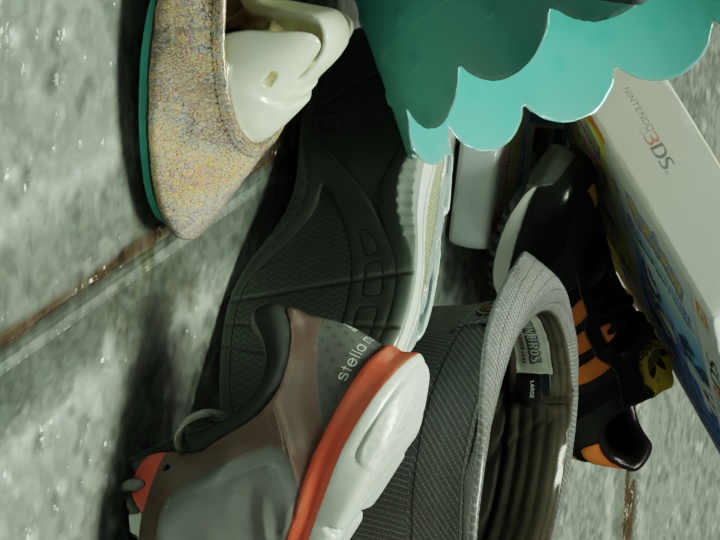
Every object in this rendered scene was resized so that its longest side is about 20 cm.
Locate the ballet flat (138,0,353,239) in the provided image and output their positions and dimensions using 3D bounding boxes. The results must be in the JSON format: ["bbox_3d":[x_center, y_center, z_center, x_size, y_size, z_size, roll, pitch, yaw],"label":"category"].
[{"bbox_3d":[-0.036,-0.104,0.858,0.068,0.067,0.200,-32,127,-63],"label":"ballet flat"}]

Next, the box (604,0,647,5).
[{"bbox_3d":[0.005,-0.199,0.748,0.117,0.196,0.200,55,47,-60],"label":"box"}]

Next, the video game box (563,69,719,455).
[{"bbox_3d":[0.155,-0.007,1.209,0.182,0.047,0.200,71,-5,-52],"label":"video game box"}]

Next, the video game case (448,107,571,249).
[{"bbox_3d":[0.093,-0.113,1.259,0.182,0.024,0.200,-5,103,-68],"label":"video game case"}]

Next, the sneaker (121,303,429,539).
[{"bbox_3d":[-0.053,0.101,0.901,0.200,0.082,0.077,-60,171,4],"label":"sneaker"}]

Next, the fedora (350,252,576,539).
[{"bbox_3d":[0.027,0.080,1.038,0.200,0.090,0.177,-59,152,-56],"label":"fedora"}]

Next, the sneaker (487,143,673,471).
[{"bbox_3d":[0.115,0.021,1.227,0.070,0.090,0.200,-53,156,-36],"label":"sneaker"}]

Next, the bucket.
[{"bbox_3d":[0.079,-0.139,0.919,0.135,0.207,0.207,66,20,7],"label":"bucket"}]

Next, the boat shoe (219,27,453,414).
[{"bbox_3d":[-0.001,-0.001,0.984,0.065,0.074,0.202,60,35,-53],"label":"boat shoe"}]
